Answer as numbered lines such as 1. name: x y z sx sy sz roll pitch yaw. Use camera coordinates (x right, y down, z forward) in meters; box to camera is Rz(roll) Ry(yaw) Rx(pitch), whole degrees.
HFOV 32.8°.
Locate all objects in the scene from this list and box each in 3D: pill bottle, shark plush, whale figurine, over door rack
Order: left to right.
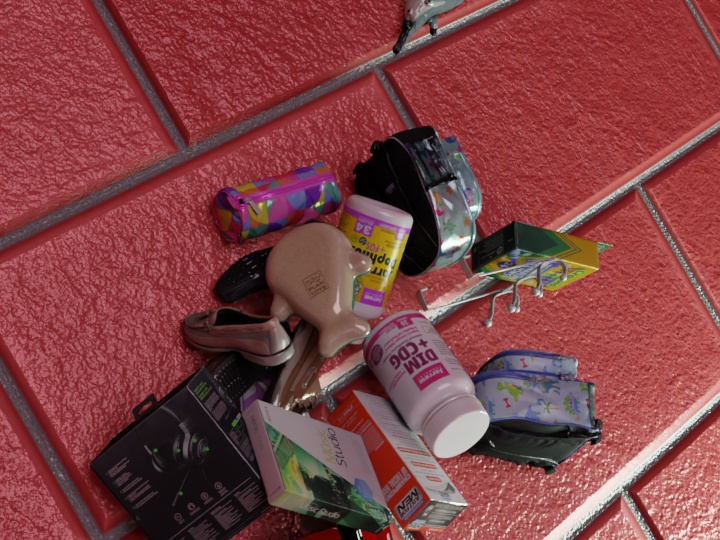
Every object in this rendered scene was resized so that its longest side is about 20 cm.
1. whale figurine: -0.048 0.033 1.672 0.158 0.104 0.201 -31 57 2
2. pill bottle: 0.000 0.000 1.778 0.103 0.104 0.203 14 99 -25
3. pill bottle: 0.095 0.163 1.760 0.112 0.114 0.201 -8 45 -32
4. shark plush: 0.121 -0.438 2.074 0.084 0.090 0.201 59 44 -37
5. over door rack: 0.207 0.034 1.904 0.197 0.148 0.068 0 67 -31

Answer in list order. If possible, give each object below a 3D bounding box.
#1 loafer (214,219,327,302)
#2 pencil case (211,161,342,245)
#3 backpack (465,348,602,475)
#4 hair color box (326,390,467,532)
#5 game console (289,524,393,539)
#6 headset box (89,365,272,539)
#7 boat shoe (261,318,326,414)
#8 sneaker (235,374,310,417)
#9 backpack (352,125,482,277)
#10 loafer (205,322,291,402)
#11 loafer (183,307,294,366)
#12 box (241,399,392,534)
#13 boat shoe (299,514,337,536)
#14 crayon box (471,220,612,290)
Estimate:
1. loafer: -0.118 -0.001 1.770 0.199 0.068 0.071 -30 124 -24
2. pencil case: -0.122 -0.100 1.793 0.198 0.088 0.089 -21 83 -36
3. backpack: 0.236 0.207 1.841 0.197 0.183 0.149 7 60 -20
4. hair color box: 0.050 0.266 1.701 0.110 0.064 0.200 23 24 -54
5. game console: -0.029 0.415 1.659 0.173 0.117 0.203 -52 132 -62
6. headset box: -0.218 0.248 1.552 0.201 0.174 0.093 50 13 -5
7. boat shoe: -0.086 0.160 1.660 0.071 0.076 0.202 28 60 -10
8. sneaker: -0.114 0.248 1.685 0.113 0.073 0.202 -15 68 -30
9. backpack: 0.095 -0.098 1.865 0.149 0.178 0.202 -13 73 -30
10. loafer: -0.165 0.121 1.696 0.199 0.070 0.074 -32 111 -52
11. loafer: -0.167 0.073 1.636 0.072 0.198 0.064 -35 123 -37
12. box: -0.055 0.253 1.569 0.199 0.036 0.145 24 31 -41
13. boat shoe: -0.009 0.341 1.730 0.199 0.072 0.064 -27 130 -40
14. crayon box: 0.296 -0.019 1.986 0.197 0.125 0.052 11 67 -27
